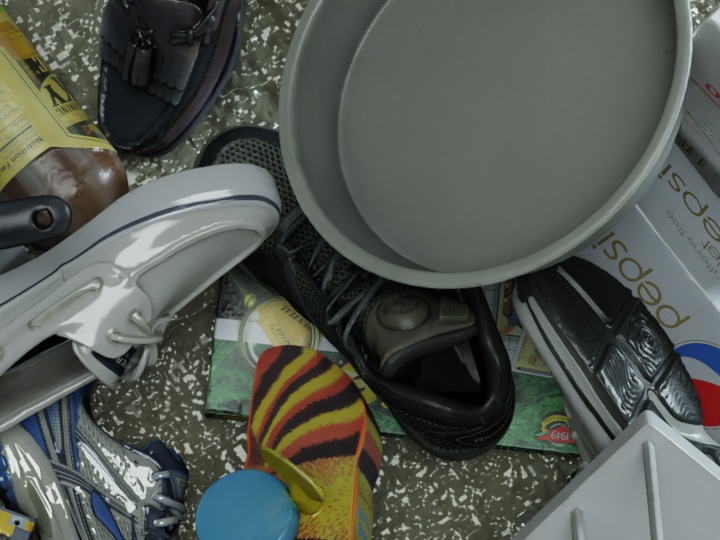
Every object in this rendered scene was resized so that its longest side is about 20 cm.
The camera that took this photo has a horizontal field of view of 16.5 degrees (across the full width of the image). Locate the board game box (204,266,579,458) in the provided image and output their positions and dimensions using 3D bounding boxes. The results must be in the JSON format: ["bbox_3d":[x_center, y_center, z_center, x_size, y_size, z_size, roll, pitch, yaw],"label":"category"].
[{"bbox_3d":[0.028,0.032,1.221,0.200,0.023,0.105,6,82,-1],"label":"board game box"}]

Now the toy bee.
[{"bbox_3d":[-0.019,0.137,1.139,0.109,0.131,0.200,9,86,18],"label":"toy bee"}]

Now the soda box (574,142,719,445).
[{"bbox_3d":[0.155,0.016,1.179,0.064,0.068,0.200,-37,93,37],"label":"soda box"}]

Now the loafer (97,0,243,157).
[{"bbox_3d":[-0.086,-0.148,1.193,0.072,0.063,0.200,30,104,20],"label":"loafer"}]

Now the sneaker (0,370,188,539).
[{"bbox_3d":[-0.113,0.122,1.175,0.085,0.077,0.200,-29,83,-11],"label":"sneaker"}]

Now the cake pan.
[{"bbox_3d":[0.058,-0.082,1.105,0.200,0.037,0.201,-10,67,25],"label":"cake pan"}]

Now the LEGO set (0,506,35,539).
[{"bbox_3d":[-0.215,0.165,1.102,0.154,0.200,0.116,23,66,-7],"label":"LEGO set"}]

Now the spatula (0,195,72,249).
[{"bbox_3d":[-0.222,-0.007,1.063,0.200,0.021,0.057,-12,95,-7],"label":"spatula"}]

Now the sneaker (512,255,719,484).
[{"bbox_3d":[0.107,0.094,1.153,0.115,0.076,0.201,-30,101,35],"label":"sneaker"}]

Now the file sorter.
[{"bbox_3d":[0.110,0.194,1.077,0.139,0.125,0.200,38,111,-14],"label":"file sorter"}]

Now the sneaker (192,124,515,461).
[{"bbox_3d":[0.000,0.000,1.158,0.076,0.114,0.199,-39,82,-10],"label":"sneaker"}]

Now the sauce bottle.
[{"bbox_3d":[-0.158,-0.057,1.208,0.065,0.065,0.200,-38,86,-8],"label":"sauce bottle"}]

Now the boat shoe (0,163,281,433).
[{"bbox_3d":[-0.120,0.021,1.127,0.200,0.072,0.066,-25,60,2],"label":"boat shoe"}]

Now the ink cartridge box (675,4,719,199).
[{"bbox_3d":[0.202,-0.072,1.154,0.067,0.200,0.116,-44,85,-8],"label":"ink cartridge box"}]

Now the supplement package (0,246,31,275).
[{"bbox_3d":[-0.277,-0.047,1.156,0.151,0.152,0.200,-38,84,-8],"label":"supplement package"}]
